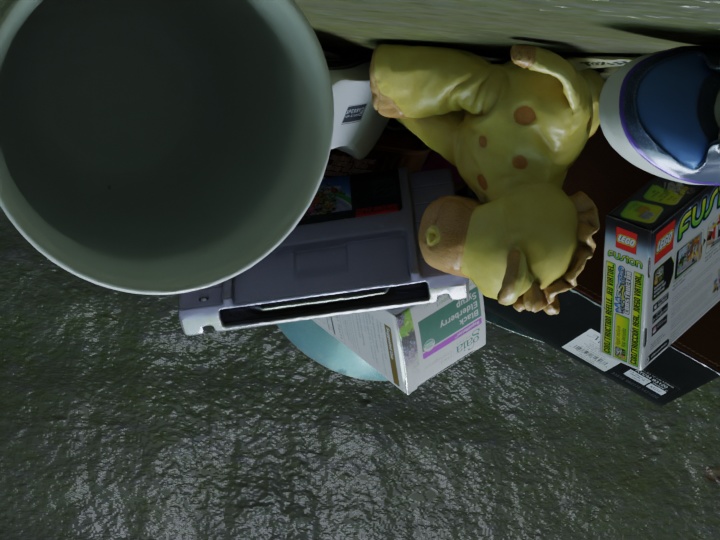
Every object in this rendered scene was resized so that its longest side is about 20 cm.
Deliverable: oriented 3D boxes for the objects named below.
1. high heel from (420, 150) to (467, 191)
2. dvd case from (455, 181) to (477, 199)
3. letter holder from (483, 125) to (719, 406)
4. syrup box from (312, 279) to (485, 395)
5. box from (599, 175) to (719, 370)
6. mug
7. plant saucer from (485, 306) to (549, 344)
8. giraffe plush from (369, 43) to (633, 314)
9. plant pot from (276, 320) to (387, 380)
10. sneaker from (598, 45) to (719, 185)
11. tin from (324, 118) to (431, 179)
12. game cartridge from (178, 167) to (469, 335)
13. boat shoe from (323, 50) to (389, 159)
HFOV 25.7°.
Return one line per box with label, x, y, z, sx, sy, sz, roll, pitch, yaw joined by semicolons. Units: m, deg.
high heel;0.131;-0.091;1.228;0.199;0.096;0.067;6;-179;25
dvd case;0.121;-0.082;1.296;0.199;0.143;0.018;5;142;20
letter holder;0.184;-0.016;1.175;0.200;0.142;0.101;29;155;-7
syrup box;0.000;0.000;1.180;0.079;0.082;0.200;-30;-138;-24
box;0.232;-0.029;1.064;0.035;0.110;0.200;24;-138;34
mug;-0.123;-0.091;0.712;0.200;0.148;0.175;36;179;-18
plant saucer;0.111;0.013;1.285;0.199;0.028;0.200;22;-170;-4
giraffe plush;0.098;-0.056;1.026;0.172;0.163;0.200;4;-178;-42
plant pot;0.021;-0.019;1.437;0.199;0.201;0.135;4;145;-22
sneaker;0.247;-0.088;0.843;0.199;0.081;0.146;8;172;-22
tin;-0.033;-0.111;1.198;0.199;0.042;0.112;4;-144;-39
game cartridge;-0.028;-0.018;1.118;0.199;0.038;0.130;-8;-138;3
boat shoe;-0.028;-0.117;1.077;0.068;0.072;0.200;26;-163;13
